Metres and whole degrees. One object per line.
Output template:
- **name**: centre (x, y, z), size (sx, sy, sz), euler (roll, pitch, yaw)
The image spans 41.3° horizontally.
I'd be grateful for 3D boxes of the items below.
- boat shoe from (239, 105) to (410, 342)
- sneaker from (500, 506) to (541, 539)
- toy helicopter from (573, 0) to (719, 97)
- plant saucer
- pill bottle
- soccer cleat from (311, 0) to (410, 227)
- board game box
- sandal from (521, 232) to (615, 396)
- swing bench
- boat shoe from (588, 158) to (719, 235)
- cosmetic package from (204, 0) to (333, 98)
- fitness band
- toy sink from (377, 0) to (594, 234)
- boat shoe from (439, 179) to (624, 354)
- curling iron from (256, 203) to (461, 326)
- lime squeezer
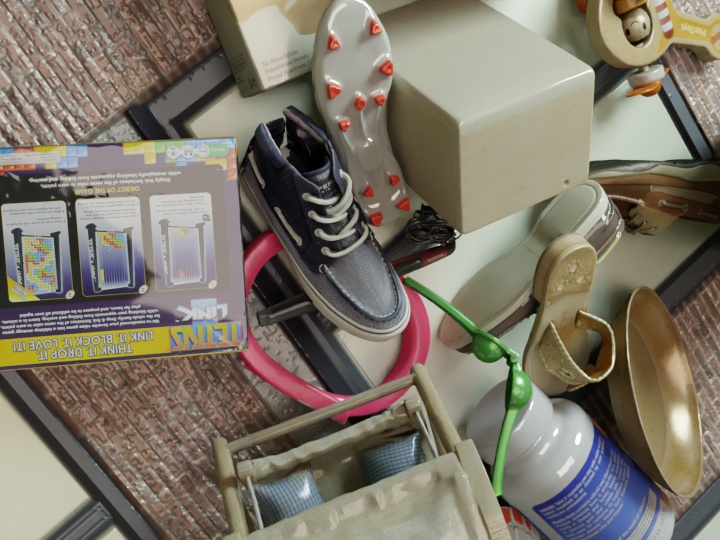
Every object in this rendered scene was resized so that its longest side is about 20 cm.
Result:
- **boat shoe**: centre (-0.026, -0.037, 0.762), size (0.074, 0.093, 0.201), euler (-37, 80, -23)
- **sneaker**: centre (0.095, 0.264, 0.893), size (0.198, 0.081, 0.078), euler (19, 58, -40)
- **toy helicopter**: centre (0.294, -0.226, 0.924), size (0.197, 0.078, 0.135), euler (0, 88, -34)
- **plant saucer**: centre (0.279, 0.117, 0.919), size (0.199, 0.035, 0.204), euler (29, 53, -48)
- **pill bottle**: centre (0.193, 0.192, 0.894), size (0.200, 0.112, 0.112), euler (44, 79, -19)
- **soccer cleat**: centre (-0.006, -0.128, 0.779), size (0.068, 0.078, 0.202), euler (-22, 126, -13)
- **board game box**: centre (-0.189, -0.016, 0.743), size (0.196, 0.057, 0.169), euler (-3, 97, -10)
- **sandal**: centre (0.193, 0.067, 0.851), size (0.077, 0.070, 0.214), euler (-24, 137, -13)
- **swing bench**: centre (-0.001, 0.197, 0.745), size (0.196, 0.200, 0.132), euler (-20, 110, -5)
- **boat shoe**: centre (0.282, -0.070, 0.930), size (0.196, 0.076, 0.075), euler (-3, 98, -20)
- **cosmetic package**: centre (-0.081, -0.255, 0.774), size (0.104, 0.071, 0.203), euler (-27, 103, -17)
- **fitness band**: centre (-0.028, 0.046, 0.840), size (0.199, 0.037, 0.145), euler (33, 80, -21)
- **toy sink**: centre (0.085, -0.139, 0.815), size (0.129, 0.200, 0.113), euler (-23, 132, -19)
- **boat shoe**: centre (0.158, 0.008, 0.877), size (0.200, 0.072, 0.059), euler (-46, 124, 7)
- **curling iron**: centre (0.000, 0.000, 0.820), size (0.198, 0.026, 0.050), euler (-28, 81, -14)
- **lime squeezer**: centre (0.106, 0.087, 0.829), size (0.070, 0.038, 0.203), euler (-24, 78, 9)
